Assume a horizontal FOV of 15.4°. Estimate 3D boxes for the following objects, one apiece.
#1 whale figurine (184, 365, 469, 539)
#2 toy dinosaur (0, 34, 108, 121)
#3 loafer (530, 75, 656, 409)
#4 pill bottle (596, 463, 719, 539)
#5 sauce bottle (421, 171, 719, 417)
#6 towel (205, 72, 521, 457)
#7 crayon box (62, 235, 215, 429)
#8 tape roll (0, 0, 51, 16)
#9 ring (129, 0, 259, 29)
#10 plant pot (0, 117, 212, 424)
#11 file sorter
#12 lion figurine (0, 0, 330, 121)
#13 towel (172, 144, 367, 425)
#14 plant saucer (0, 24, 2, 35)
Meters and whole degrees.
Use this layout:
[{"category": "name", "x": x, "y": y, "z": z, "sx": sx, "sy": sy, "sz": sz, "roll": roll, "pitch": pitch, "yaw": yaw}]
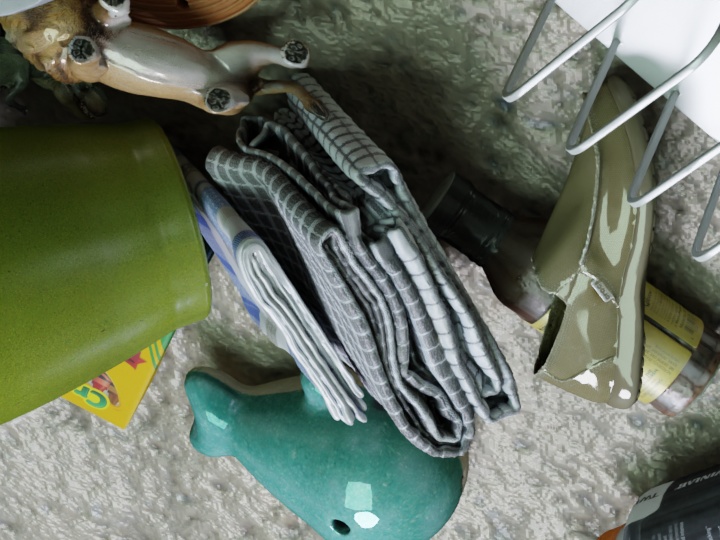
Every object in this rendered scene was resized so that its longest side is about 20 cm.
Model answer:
[{"category": "whale figurine", "x": -0.030, "y": 0.126, "z": 1.778, "sx": 0.200, "sy": 0.104, "sz": 0.159, "roll": 14, "pitch": 136, "yaw": 14}, {"category": "toy dinosaur", "x": -0.255, "y": -0.120, "z": 1.620, "sx": 0.200, "sy": 0.048, "sz": 0.088, "roll": 15, "pitch": 135, "yaw": -31}, {"category": "loafer", "x": 0.133, "y": -0.013, "z": 1.542, "sx": 0.067, "sy": 0.076, "sz": 0.200, "roll": -1, "pitch": 106, "yaw": -1}, {"category": "pill bottle", "x": 0.240, "y": 0.174, "z": 1.693, "sx": 0.200, "sy": 0.106, "sz": 0.106, "roll": -25, "pitch": 118, "yaw": 40}, {"category": "sauce bottle", "x": 0.127, "y": 0.011, "z": 1.621, "sx": 0.200, "sy": 0.065, "sz": 0.065, "roll": 36, "pitch": 137, "yaw": -7}, {"category": "towel", "x": 0.000, "y": 0.000, "z": 1.588, "sx": 0.086, "sy": 0.166, "sz": 0.200, "roll": -33, "pitch": 123, "yaw": -5}, {"category": "crayon box", "x": -0.186, "y": 0.027, "z": 1.796, "sx": 0.127, "sy": 0.051, "sz": 0.200, "roll": 27, "pitch": 138, "yaw": -1}, {"category": "tape roll", "x": -0.205, "y": -0.244, "z": 1.474, "sx": 0.200, "sy": 0.066, "sz": 0.201, "roll": 11, "pitch": 113, "yaw": 27}, {"category": "ring", "x": -0.133, "y": -0.224, "z": 1.548, "sx": 0.200, "sy": 0.019, "sz": 0.201, "roll": 13, "pitch": 135, "yaw": 14}, {"category": "plant pot", "x": -0.199, "y": -0.008, "z": 1.626, "sx": 0.193, "sy": 0.200, "sz": 0.201, "roll": -17, "pitch": 134, "yaw": -12}, {"category": "file sorter", "x": 0.198, "y": -0.096, "z": 1.437, "sx": 0.200, "sy": 0.125, "sz": 0.139, "roll": 38, "pitch": 137, "yaw": -14}, {"category": "lion figurine", "x": -0.118, "y": -0.125, "z": 1.571, "sx": 0.200, "sy": 0.073, "sz": 0.122, "roll": 25, "pitch": 173, "yaw": -9}, {"category": "towel", "x": -0.065, "y": 0.005, "z": 1.641, "sx": 0.024, "sy": 0.200, "sz": 0.147, "roll": -35, "pitch": 119, "yaw": -5}, {"category": "plant saucer", "x": -0.310, "y": -0.176, "z": 1.672, "sx": 0.200, "sy": 0.032, "sz": 0.200, "roll": 13, "pitch": 135, "yaw": 13}]
